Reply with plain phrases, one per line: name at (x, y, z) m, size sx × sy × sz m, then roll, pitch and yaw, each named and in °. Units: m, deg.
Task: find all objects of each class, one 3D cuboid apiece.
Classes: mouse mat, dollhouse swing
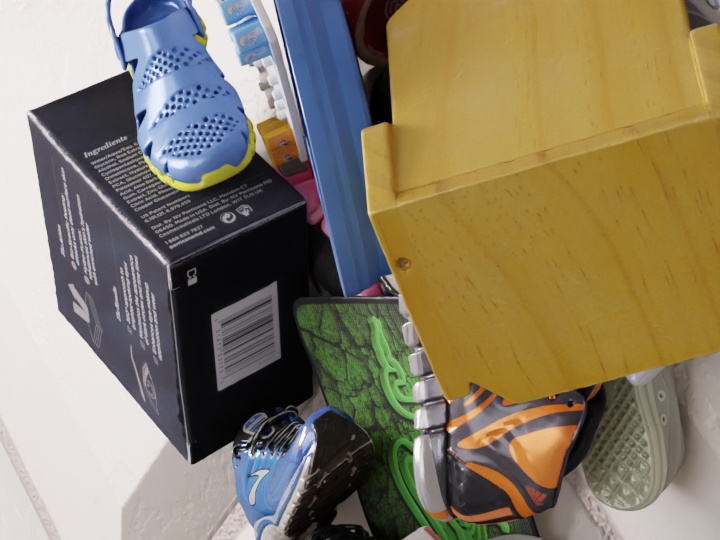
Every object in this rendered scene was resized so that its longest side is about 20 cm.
mouse mat at (0.037, 0.107, 1.203) m, size 0.160 × 0.008 × 0.201 m, roll -2°, pitch 115°, yaw 46°
dollhouse swing at (0.117, -0.062, 1.016) m, size 0.198 × 0.176 × 0.183 m, roll -16°, pitch 120°, yaw 13°

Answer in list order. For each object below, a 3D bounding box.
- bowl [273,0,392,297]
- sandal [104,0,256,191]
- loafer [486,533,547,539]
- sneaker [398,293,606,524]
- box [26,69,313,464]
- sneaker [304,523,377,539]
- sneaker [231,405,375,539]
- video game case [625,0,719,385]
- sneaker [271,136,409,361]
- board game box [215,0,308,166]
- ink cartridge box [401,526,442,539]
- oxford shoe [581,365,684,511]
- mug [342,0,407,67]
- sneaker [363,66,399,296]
bowl at (-0.015, -0.086, 1.098) m, size 0.201 × 0.039 × 0.202 m, roll 166°, pitch 90°, yaw -89°
sandal at (-0.130, -0.135, 1.222) m, size 0.087 × 0.079 × 0.201 m, roll 70°, pitch 173°, yaw -50°
loafer at (0.113, 0.211, 1.129) m, size 0.199 × 0.069 × 0.076 m, roll -9°, pitch 99°, yaw 47°
sneaker at (0.087, 0.047, 1.069) m, size 0.111 × 0.077 × 0.202 m, roll -5°, pitch 92°, yaw 23°
box at (-0.135, -0.009, 1.305) m, size 0.200 × 0.117 × 0.198 m, roll 43°, pitch 148°, yaw 36°
sneaker at (-0.009, 0.211, 1.236) m, size 0.200 × 0.075 × 0.092 m, roll 133°, pitch 132°, yaw -60°
sneaker at (-0.053, 0.135, 1.256) m, size 0.089 × 0.078 × 0.200 m, roll 53°, pitch 152°, yaw 11°
video game case at (0.170, -0.068, 1.038) m, size 0.200 × 0.023 × 0.183 m, roll -46°, pitch 70°, yaw 17°
sneaker at (0.000, 0.000, 1.260) m, size 0.201 × 0.078 × 0.096 m, roll 56°, pitch 148°, yaw 30°
board game box at (-0.093, -0.186, 1.170) m, size 0.200 × 0.026 × 0.201 m, roll 77°, pitch 168°, yaw -72°
ink cartridge box at (0.062, 0.280, 1.123) m, size 0.145 × 0.083 × 0.201 m, roll 40°, pitch 151°, yaw 38°
oxford shoe at (0.156, 0.042, 1.090) m, size 0.075 × 0.058 × 0.202 m, roll -6°, pitch 93°, yaw 36°
mug at (-0.032, -0.236, 1.206) m, size 0.200 × 0.177 × 0.134 m, roll 51°, pitch 132°, yaw 27°
sneaker at (0.039, -0.051, 1.193) m, size 0.201 × 0.074 × 0.089 m, roll 56°, pitch 142°, yaw 28°
